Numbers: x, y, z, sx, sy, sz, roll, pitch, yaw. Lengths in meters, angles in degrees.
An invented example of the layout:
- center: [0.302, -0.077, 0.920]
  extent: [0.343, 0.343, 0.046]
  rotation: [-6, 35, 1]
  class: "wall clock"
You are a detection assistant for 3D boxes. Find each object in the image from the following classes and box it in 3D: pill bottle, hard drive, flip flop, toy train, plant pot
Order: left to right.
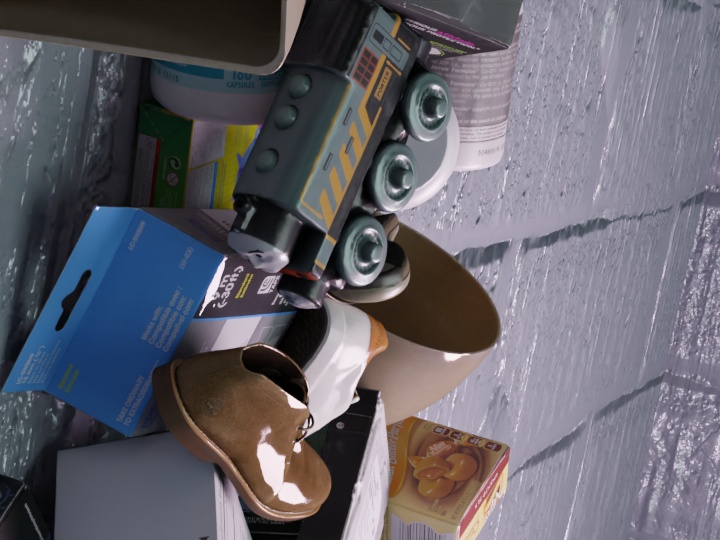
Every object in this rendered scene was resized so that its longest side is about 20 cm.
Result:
- center: [-0.109, -0.238, 0.923]
  extent: [0.177, 0.199, 0.200]
  rotation: [-59, 157, -65]
  class: "plant pot"
- center: [-0.079, -0.203, 1.104]
  extent: [0.111, 0.110, 0.201]
  rotation: [-39, 139, -57]
  class: "pill bottle"
- center: [-0.018, -0.079, 1.085]
  extent: [0.114, 0.085, 0.200]
  rotation: [37, 72, -46]
  class: "toy train"
- center: [-0.016, 0.207, 1.291]
  extent: [0.140, 0.038, 0.200]
  rotation: [85, 16, -50]
  class: "hard drive"
- center: [-0.004, 0.053, 1.390]
  extent: [0.135, 0.200, 0.200]
  rotation: [-59, 167, 26]
  class: "plant pot"
- center: [0.000, 0.000, 1.255]
  extent: [0.200, 0.081, 0.058]
  rotation: [-119, -163, -74]
  class: "flip flop"
- center: [0.019, -0.101, 1.326]
  extent: [0.200, 0.111, 0.112]
  rotation: [-115, -142, -85]
  class: "pill bottle"
- center: [0.084, -0.199, 1.514]
  extent: [0.114, 0.113, 0.201]
  rotation: [-34, 135, -60]
  class: "pill bottle"

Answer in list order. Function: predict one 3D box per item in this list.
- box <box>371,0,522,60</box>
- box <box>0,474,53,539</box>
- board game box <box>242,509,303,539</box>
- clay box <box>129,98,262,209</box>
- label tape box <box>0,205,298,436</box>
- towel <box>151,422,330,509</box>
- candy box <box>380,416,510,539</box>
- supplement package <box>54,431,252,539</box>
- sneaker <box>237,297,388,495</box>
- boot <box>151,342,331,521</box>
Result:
- center: [0.027, -0.236, 1.195]
  extent: [0.124, 0.200, 0.149]
  rotation: [17, 86, -25]
  class: "box"
- center: [-0.243, 0.245, 1.075]
  extent: [0.200, 0.043, 0.160]
  rotation: [80, 31, -47]
  class: "box"
- center: [-0.109, 0.268, 1.305]
  extent: [0.028, 0.135, 0.201]
  rotation: [-84, 176, -58]
  class: "board game box"
- center: [-0.095, -0.079, 1.231]
  extent: [0.200, 0.047, 0.115]
  rotation: [-31, 135, -61]
  class: "clay box"
- center: [-0.123, 0.034, 1.123]
  extent: [0.200, 0.063, 0.144]
  rotation: [-3, 126, -61]
  class: "label tape box"
- center: [-0.088, 0.148, 1.314]
  extent: [0.146, 0.022, 0.200]
  rotation: [-13, 126, -17]
  class: "towel"
- center: [0.014, 0.173, 1.460]
  extent: [0.115, 0.199, 0.055]
  rotation: [-49, 148, -49]
  class: "candy box"
- center: [-0.130, 0.215, 1.161]
  extent: [0.200, 0.113, 0.110]
  rotation: [79, 2, -45]
  class: "supplement package"
- center: [-0.050, 0.106, 1.239]
  extent: [0.085, 0.073, 0.200]
  rotation: [16, 126, -41]
  class: "sneaker"
- center: [-0.055, 0.108, 1.121]
  extent: [0.200, 0.075, 0.074]
  rotation: [48, 22, -53]
  class: "boot"
